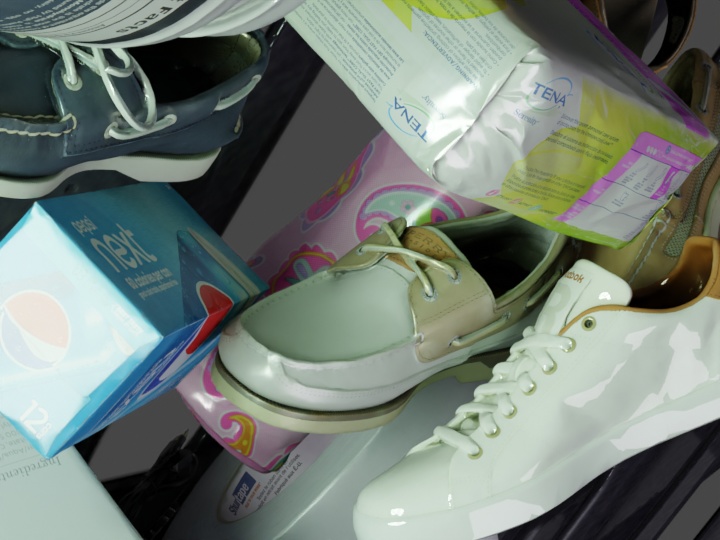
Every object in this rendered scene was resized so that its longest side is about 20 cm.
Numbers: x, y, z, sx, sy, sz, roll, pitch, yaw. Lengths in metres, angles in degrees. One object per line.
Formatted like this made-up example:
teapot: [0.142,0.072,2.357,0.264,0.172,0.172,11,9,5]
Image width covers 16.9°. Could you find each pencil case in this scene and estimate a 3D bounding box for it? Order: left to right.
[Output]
pencil case: [0.000,0.000,1.101,0.200,0.087,0.087,-44,155,4]

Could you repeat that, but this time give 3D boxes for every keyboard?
keyboard: [-0.126,0.147,1.142,0.127,0.021,0.200,-58,176,33]

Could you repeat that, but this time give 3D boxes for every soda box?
soda box: [-0.095,0.013,0.927,0.064,0.068,0.200,-45,177,10]

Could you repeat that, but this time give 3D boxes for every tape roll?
tape roll: [-0.009,0.101,1.141,0.200,0.066,0.200,-44,-167,12]

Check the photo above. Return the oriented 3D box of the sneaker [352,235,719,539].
sneaker: [0.076,0.046,1.004,0.199,0.073,0.085,-26,107,-17]

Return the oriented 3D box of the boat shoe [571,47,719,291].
boat shoe: [0.127,-0.030,1.114,0.071,0.076,0.200,-19,-154,39]

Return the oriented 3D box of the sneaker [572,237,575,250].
sneaker: [0.117,-0.031,1.204,0.200,0.076,0.114,-30,169,-16]

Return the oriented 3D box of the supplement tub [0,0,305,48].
supplement tub: [-0.097,-0.137,0.678,0.141,0.140,0.200,-52,153,22]

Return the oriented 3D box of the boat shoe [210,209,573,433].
boat shoe: [0.016,0.012,0.997,0.200,0.075,0.069,-16,137,-52]

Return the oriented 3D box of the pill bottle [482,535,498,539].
pill bottle: [-0.034,0.165,1.285,0.200,0.113,0.113,-33,154,-19]

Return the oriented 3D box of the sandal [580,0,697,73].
sandal: [0.128,-0.123,1.119,0.080,0.054,0.200,-26,156,-29]

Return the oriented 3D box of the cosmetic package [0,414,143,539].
cosmetic package: [-0.178,0.159,0.966,0.123,0.200,0.200,-18,146,-41]

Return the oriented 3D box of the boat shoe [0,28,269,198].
boat shoe: [-0.100,-0.067,0.863,0.062,0.075,0.200,-51,154,23]

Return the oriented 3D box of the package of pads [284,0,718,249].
package of pads: [0.045,-0.086,0.944,0.068,0.155,0.200,-48,154,14]
